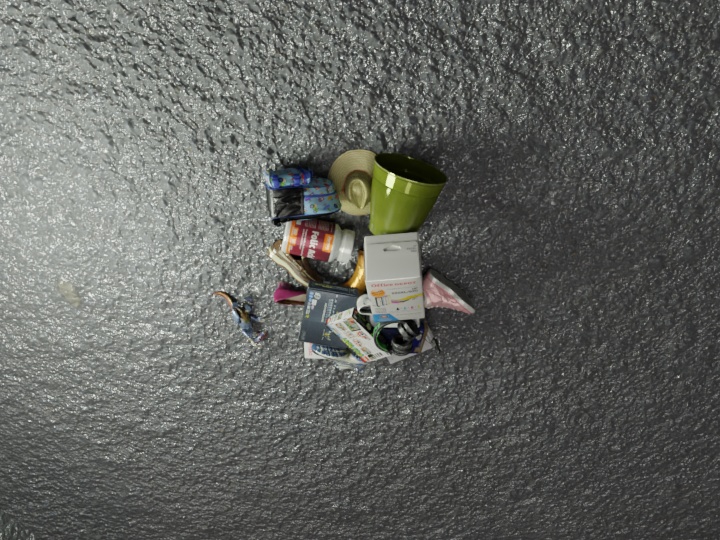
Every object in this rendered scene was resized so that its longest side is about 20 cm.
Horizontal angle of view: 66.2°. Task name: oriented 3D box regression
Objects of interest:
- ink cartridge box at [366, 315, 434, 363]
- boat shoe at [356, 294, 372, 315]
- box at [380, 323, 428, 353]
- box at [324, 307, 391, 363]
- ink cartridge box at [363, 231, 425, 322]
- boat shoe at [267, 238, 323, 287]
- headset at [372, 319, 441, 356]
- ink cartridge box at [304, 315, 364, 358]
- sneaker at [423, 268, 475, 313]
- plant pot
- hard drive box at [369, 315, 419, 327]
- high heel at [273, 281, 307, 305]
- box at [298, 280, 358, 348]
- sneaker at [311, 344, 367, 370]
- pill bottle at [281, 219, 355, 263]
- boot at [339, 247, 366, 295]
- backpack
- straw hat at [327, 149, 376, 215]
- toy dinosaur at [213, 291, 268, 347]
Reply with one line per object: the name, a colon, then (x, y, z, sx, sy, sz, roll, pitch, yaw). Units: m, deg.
ink cartridge box: (0.134, 0.182, 1.792, 0.174, 0.084, 0.201, -21, 121, 12)
boat shoe: (0.087, 0.101, 1.575, 0.197, 0.069, 0.072, -9, 112, 6)
box: (0.103, 0.212, 1.722, 0.197, 0.033, 0.122, 2, 134, -8)
box: (-0.003, 0.199, 1.663, 0.109, 0.035, 0.200, -21, 126, 34)
ink cartridge box: (0.091, 0.020, 1.456, 0.145, 0.146, 0.201, -5, 144, 6)
boat shoe: (-0.184, -0.020, 1.670, 0.202, 0.075, 0.075, 37, 111, -21)
headset: (0.135, 0.201, 1.606, 0.197, 0.094, 0.125, 9, 124, -16)
ink cartridge box: (-0.086, 0.212, 1.815, 0.197, 0.084, 0.147, 2, 124, 0)
sneaker: (0.260, 0.090, 1.733, 0.199, 0.076, 0.105, 36, 113, -12)
plant pot: (0.106, -0.182, 1.468, 0.198, 0.201, 0.195, 13, 117, -8)
hard drive box: (0.101, 0.063, 1.638, 0.153, 0.077, 0.203, 0, 115, 2)
high heel: (-0.175, 0.097, 1.732, 0.198, 0.096, 0.068, 24, 121, -14)
box: (-0.099, 0.137, 1.693, 0.155, 0.051, 0.202, 10, 119, -8)
sneaker: (-0.066, 0.281, 1.766, 0.197, 0.078, 0.086, 16, 126, -10)
pill bottle: (-0.122, -0.088, 1.597, 0.197, 0.115, 0.115, 12, 123, -7)
boot: (0.001, 0.000, 1.691, 0.198, 0.071, 0.146, -8, 117, 3)
backpack: (-0.153, -0.207, 1.486, 0.197, 0.183, 0.136, -7, 108, -10)
straw hat: (-0.005, -0.222, 1.523, 0.198, 0.085, 0.203, 0, 124, 0)
toy dinosaur: (-0.372, 0.160, 1.814, 0.199, 0.105, 0.183, 33, 142, 23)
